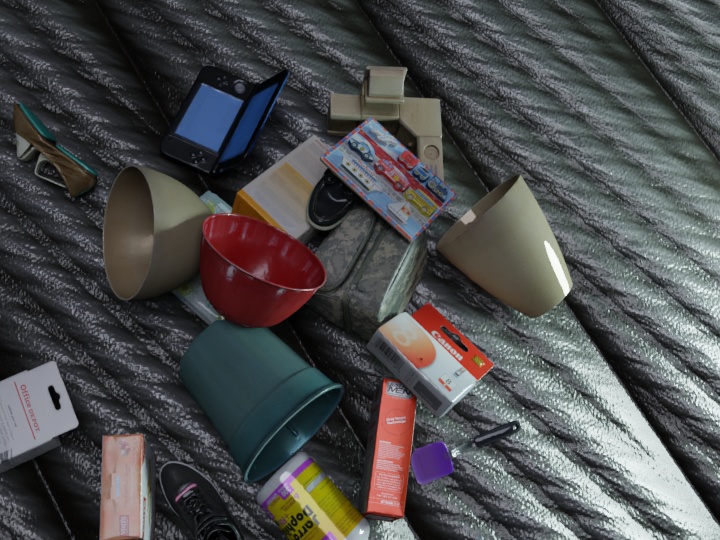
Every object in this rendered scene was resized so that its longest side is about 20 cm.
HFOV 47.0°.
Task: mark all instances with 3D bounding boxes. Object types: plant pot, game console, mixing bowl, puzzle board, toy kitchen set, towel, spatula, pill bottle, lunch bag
[{"bbox_3d":[0.259,-0.024,1.397,0.187,0.187,0.201,-42,94,-19],"label":"plant pot"},{"bbox_3d":[-0.237,-0.275,1.437,0.169,0.119,0.202,23,68,1],"label":"game console"},{"bbox_3d":[-0.161,0.013,1.237,0.198,0.200,0.109,30,112,3],"label":"mixing bowl"},{"bbox_3d":[-0.300,-0.054,1.283,0.133,0.200,0.203,3,66,-39],"label":"plant pot"},{"bbox_3d":[0.050,-0.153,1.348,0.200,0.017,0.151,42,50,5],"label":"puzzle board"},{"bbox_3d":[-0.162,0.179,1.254,0.200,0.201,0.196,-41,72,-19],"label":"plant pot"},{"bbox_3d":[0.047,-0.231,1.436,0.196,0.163,0.183,1,70,-7],"label":"toy kitchen set"},{"bbox_3d":[-0.239,-0.013,1.380,0.199,0.048,0.171,40,69,7],"label":"towel"},{"bbox_3d":[0.175,0.285,1.342,0.197,0.021,0.057,-20,86,-17],"label":"spatula"},{"bbox_3d":[-0.057,0.376,1.234,0.104,0.104,0.200,-41,80,-19],"label":"pill bottle"},{"bbox_3d":[0.000,0.000,1.367,0.166,0.140,0.202,21,66,19],"label":"lunch bag"}]

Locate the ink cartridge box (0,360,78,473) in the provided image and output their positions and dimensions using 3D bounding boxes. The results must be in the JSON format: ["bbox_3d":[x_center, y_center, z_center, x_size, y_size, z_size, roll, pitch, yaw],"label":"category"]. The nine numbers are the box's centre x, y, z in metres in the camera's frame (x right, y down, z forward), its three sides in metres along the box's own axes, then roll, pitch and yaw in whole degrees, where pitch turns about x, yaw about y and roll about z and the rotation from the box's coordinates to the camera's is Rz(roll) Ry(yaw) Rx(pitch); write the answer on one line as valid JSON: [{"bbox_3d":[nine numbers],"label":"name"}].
[{"bbox_3d":[-0.528,0.231,1.240,0.198,0.068,0.117,-23,75,-15],"label":"ink cartridge box"}]

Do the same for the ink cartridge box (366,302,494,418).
[{"bbox_3d":[0.125,0.126,1.322,0.162,0.050,0.199,43,40,14],"label":"ink cartridge box"}]

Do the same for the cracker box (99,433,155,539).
[{"bbox_3d":[-0.324,0.314,1.167,0.057,0.200,0.136,-1,71,-8],"label":"cracker box"}]

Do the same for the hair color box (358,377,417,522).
[{"bbox_3d":[0.043,0.279,1.284,0.060,0.102,0.203,9,70,-5],"label":"hair color box"}]

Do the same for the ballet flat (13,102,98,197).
[{"bbox_3d":[-0.534,-0.197,1.404,0.200,0.068,0.072,42,89,4],"label":"ballet flat"}]

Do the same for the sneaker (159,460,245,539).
[{"bbox_3d":[-0.230,0.357,1.219,0.070,0.099,0.201,-37,78,-16],"label":"sneaker"}]

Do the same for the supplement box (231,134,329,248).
[{"bbox_3d":[-0.105,-0.122,1.401,0.126,0.074,0.200,43,56,8],"label":"supplement box"}]

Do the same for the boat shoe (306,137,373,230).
[{"bbox_3d":[-0.024,-0.151,1.362,0.074,0.066,0.200,36,54,4],"label":"boat shoe"}]
